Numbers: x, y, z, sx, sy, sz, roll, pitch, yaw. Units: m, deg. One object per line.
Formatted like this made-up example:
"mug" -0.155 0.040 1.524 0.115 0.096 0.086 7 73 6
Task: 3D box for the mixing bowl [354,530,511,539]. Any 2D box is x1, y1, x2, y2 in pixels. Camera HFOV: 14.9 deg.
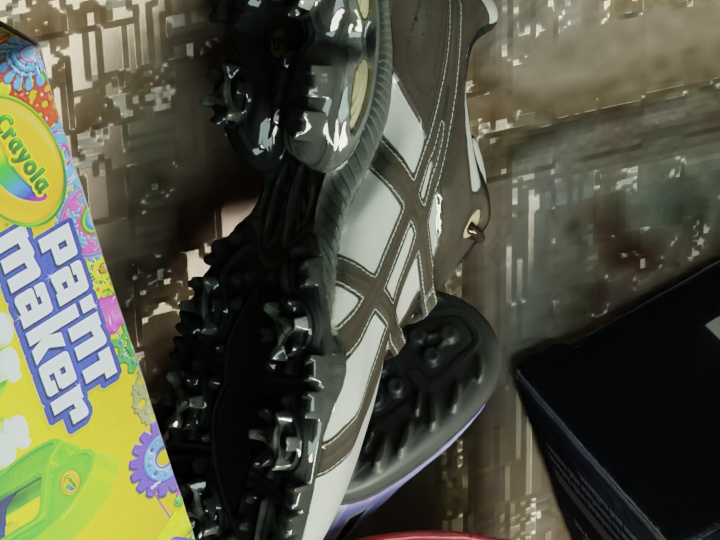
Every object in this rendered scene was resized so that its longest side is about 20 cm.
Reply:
"mixing bowl" 0.019 0.188 0.870 0.199 0.108 0.202 1 77 -5

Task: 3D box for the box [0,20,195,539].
"box" -0.163 0.051 0.727 0.192 0.122 0.201 -32 128 -25

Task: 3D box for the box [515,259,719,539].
"box" 0.184 0.088 0.947 0.196 0.117 0.201 -28 127 -9

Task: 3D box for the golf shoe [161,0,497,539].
"golf shoe" 0.000 0.000 0.812 0.094 0.078 0.201 3 100 -39

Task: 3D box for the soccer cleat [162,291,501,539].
"soccer cleat" -0.039 0.079 0.875 0.200 0.068 0.073 -37 150 -7
